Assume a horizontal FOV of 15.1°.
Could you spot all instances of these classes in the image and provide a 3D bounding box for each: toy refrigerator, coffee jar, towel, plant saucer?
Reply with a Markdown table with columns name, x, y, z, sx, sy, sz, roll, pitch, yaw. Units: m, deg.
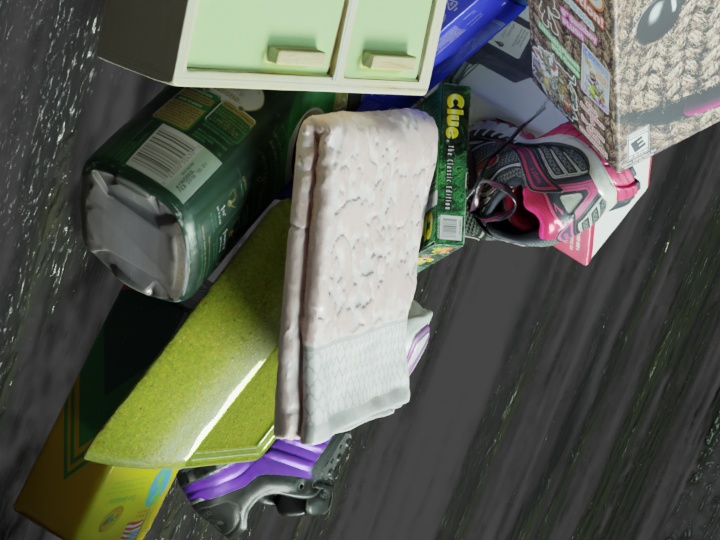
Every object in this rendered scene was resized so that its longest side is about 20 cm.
| name | x | y | z | sx | sy | sz | roll | pitch | yaw |
| --- | --- | --- | --- | --- | --- | --- | --- | --- | --- |
| toy refrigerator | -0.042 | -0.140 | 1.474 | 0.200 | 0.070 | 0.076 | -1 | 108 | -48 |
| coffee jar | -0.076 | -0.081 | 1.580 | 0.200 | 0.085 | 0.104 | -49 | 160 | -33 |
| towel | 0.000 | 0.000 | 1.605 | 0.200 | 0.032 | 0.191 | -13 | 109 | -72 |
| plant saucer | -0.060 | 0.052 | 1.674 | 0.200 | 0.048 | 0.200 | -52 | 165 | 10 |

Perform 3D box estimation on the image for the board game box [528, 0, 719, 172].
| name | x | y | z | sx | sy | sz | roll | pitch | yaw |
| --- | --- | --- | --- | --- | --- | --- | --- | --- | --- |
| board game box | 0.189 | -0.185 | 1.608 | 0.159 | 0.097 | 0.200 | -28 | 143 | -15 |

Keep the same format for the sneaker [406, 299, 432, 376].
| name | x | y | z | sx | sy | sz | roll | pitch | yaw |
| --- | --- | --- | --- | --- | --- | --- | --- | --- | --- |
| sneaker | -0.021 | 0.042 | 1.803 | 0.075 | 0.100 | 0.200 | -58 | -164 | -16 |

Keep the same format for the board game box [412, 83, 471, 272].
| name | x | y | z | sx | sy | sz | roll | pitch | yaw |
| --- | --- | --- | --- | --- | --- | --- | --- | --- | --- |
| board game box | 0.036 | -0.052 | 1.783 | 0.200 | 0.023 | 0.105 | 150 | -54 | -75 |

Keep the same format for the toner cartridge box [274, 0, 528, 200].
| name | x | y | z | sx | sy | sz | roll | pitch | yaw |
| --- | --- | --- | --- | --- | --- | --- | --- | --- | --- |
| toner cartridge box | 0.008 | -0.123 | 1.707 | 0.200 | 0.043 | 0.095 | -40 | 169 | 13 |

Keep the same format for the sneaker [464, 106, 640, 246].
| name | x | y | z | sx | sy | sz | roll | pitch | yaw |
| --- | --- | --- | --- | --- | --- | --- | --- | --- | --- |
| sneaker | 0.092 | -0.051 | 1.732 | 0.075 | 0.081 | 0.200 | -36 | -169 | -24 |

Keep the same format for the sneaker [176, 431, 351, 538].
| name | x | y | z | sx | sy | sz | roll | pitch | yaw |
| --- | --- | --- | --- | --- | --- | --- | --- | --- | --- |
| sneaker | -0.041 | 0.123 | 1.925 | 0.200 | 0.100 | 0.070 | -31 | -179 | -27 |

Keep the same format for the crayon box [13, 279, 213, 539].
| name | x | y | z | sx | sy | sz | roll | pitch | yaw |
| --- | --- | --- | --- | --- | --- | --- | --- | --- | --- |
| crayon box | -0.149 | 0.101 | 1.733 | 0.200 | 0.051 | 0.127 | -63 | 164 | 7 |

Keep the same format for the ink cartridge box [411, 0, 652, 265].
| name | x | y | z | sx | sy | sz | roll | pitch | yaw |
| --- | --- | --- | --- | --- | --- | --- | --- | --- | --- |
| ink cartridge box | 0.096 | -0.114 | 1.834 | 0.084 | 0.200 | 0.145 | -50 | 161 | -21 |
